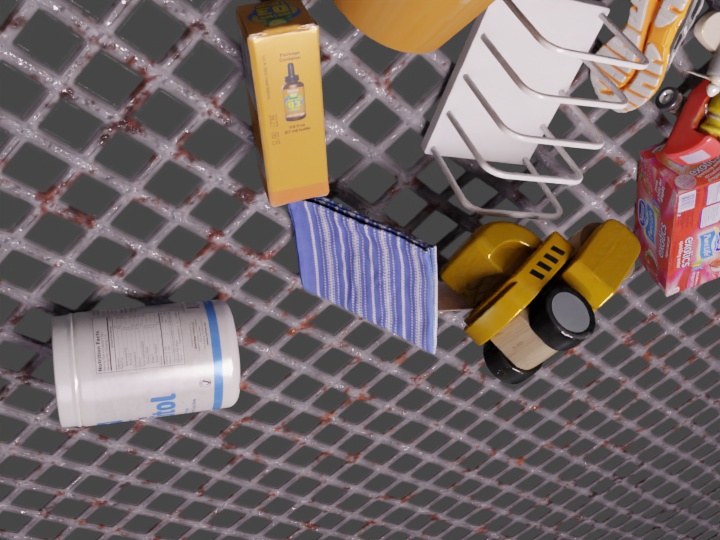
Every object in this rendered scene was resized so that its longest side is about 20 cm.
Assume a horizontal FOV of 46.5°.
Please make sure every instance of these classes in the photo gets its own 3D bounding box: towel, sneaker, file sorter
[{"bbox_3d":[0.000,0.000,0.923,0.024,0.200,0.145,-36,137,-36],"label":"towel"},{"bbox_3d":[0.312,-0.251,0.887,0.077,0.078,0.200,-36,158,-33],"label":"sneaker"},{"bbox_3d":[0.179,-0.168,0.865,0.139,0.125,0.200,2,132,-25],"label":"file sorter"}]

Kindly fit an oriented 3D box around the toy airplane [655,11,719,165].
[{"bbox_3d":[0.446,-0.208,0.929,0.200,0.141,0.199,-14,135,-7],"label":"toy airplane"}]

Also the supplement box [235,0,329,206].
[{"bbox_3d":[-0.074,-0.161,0.822,0.066,0.069,0.200,-13,138,-11],"label":"supplement box"}]

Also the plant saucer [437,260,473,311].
[{"bbox_3d":[0.104,0.014,1.007,0.200,0.200,0.035,-6,99,-17],"label":"plant saucer"}]

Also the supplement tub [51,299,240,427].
[{"bbox_3d":[-0.248,0.106,0.972,0.200,0.132,0.132,-6,135,-17],"label":"supplement tub"}]

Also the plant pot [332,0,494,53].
[{"bbox_3d":[0.064,-0.284,0.678,0.200,0.200,0.183,7,145,-28],"label":"plant pot"}]

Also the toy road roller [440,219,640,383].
[{"bbox_3d":[0.179,0.004,0.871,0.200,0.146,0.123,-42,175,-37],"label":"toy road roller"}]

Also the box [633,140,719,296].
[{"bbox_3d":[0.424,-0.073,1.089,0.100,0.096,0.200,-20,137,-2],"label":"box"}]
